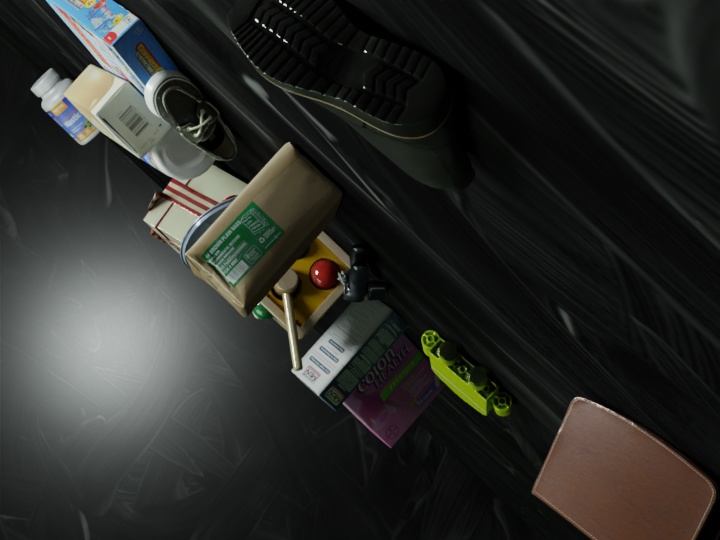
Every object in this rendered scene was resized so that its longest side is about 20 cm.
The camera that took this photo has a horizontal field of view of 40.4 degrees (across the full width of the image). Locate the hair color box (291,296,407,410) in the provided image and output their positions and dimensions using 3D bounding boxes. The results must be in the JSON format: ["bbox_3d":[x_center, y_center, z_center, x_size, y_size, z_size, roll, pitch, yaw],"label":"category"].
[{"bbox_3d":[-0.019,0.141,1.751,0.100,0.200,0.061,33,168,50],"label":"hair color box"}]

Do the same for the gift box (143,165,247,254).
[{"bbox_3d":[-0.284,-0.110,1.839,0.186,0.185,0.200,29,164,24],"label":"gift box"}]

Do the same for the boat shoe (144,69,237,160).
[{"bbox_3d":[-0.237,-0.222,1.418,0.064,0.071,0.200,39,179,28],"label":"boat shoe"}]

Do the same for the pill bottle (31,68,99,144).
[{"bbox_3d":[-0.799,-0.452,2.677,0.200,0.112,0.112,46,171,-26],"label":"pill bottle"}]

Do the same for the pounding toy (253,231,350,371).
[{"bbox_3d":[-0.110,0.029,1.609,0.184,0.200,0.142,43,171,-5],"label":"pounding toy"}]

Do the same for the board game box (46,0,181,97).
[{"bbox_3d":[-0.345,-0.322,1.437,0.196,0.056,0.200,38,171,32],"label":"board game box"}]

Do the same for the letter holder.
[{"bbox_3d":[0.315,0.239,1.092,0.100,0.143,0.200,6,-161,-42],"label":"letter holder"}]

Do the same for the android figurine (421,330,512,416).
[{"bbox_3d":[0.169,0.172,1.577,0.182,0.041,0.200,40,171,20],"label":"android figurine"}]

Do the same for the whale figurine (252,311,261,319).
[{"bbox_3d":[-0.119,0.021,1.741,0.103,0.200,0.160,-14,95,36],"label":"whale figurine"}]

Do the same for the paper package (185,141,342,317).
[{"bbox_3d":[-0.125,-0.049,1.289,0.103,0.200,0.191,41,171,1],"label":"paper package"}]

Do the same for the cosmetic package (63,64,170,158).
[{"bbox_3d":[-0.384,-0.251,1.529,0.105,0.071,0.200,46,171,-33],"label":"cosmetic package"}]

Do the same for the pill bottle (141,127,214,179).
[{"bbox_3d":[-0.320,-0.222,1.632,0.112,0.112,0.200,47,171,-29],"label":"pill bottle"}]

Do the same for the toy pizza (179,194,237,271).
[{"bbox_3d":[-0.223,-0.068,1.696,0.032,0.199,0.200,57,180,28],"label":"toy pizza"}]

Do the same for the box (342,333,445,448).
[{"bbox_3d":[0.040,0.209,1.909,0.200,0.176,0.097,47,171,-28],"label":"box"}]

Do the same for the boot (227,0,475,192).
[{"bbox_3d":[-0.006,-0.132,0.751,0.200,0.078,0.138,40,176,27],"label":"boot"}]

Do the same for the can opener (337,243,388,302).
[{"bbox_3d":[0.000,0.000,1.492,0.200,0.078,0.064,78,-178,-71],"label":"can opener"}]
